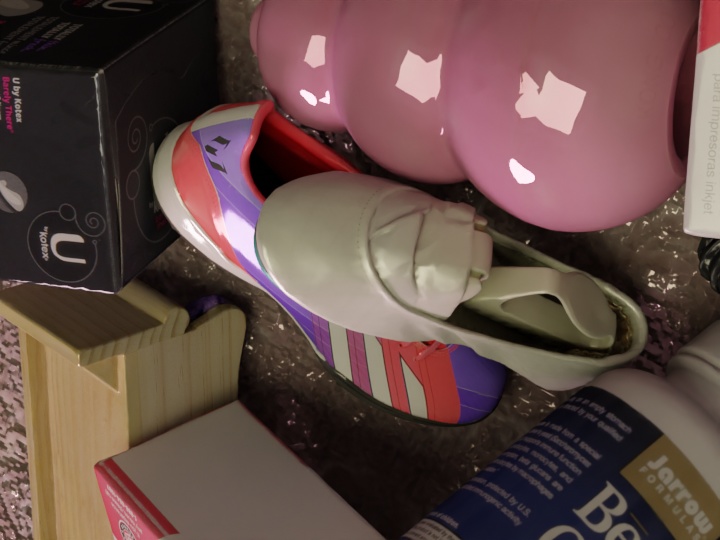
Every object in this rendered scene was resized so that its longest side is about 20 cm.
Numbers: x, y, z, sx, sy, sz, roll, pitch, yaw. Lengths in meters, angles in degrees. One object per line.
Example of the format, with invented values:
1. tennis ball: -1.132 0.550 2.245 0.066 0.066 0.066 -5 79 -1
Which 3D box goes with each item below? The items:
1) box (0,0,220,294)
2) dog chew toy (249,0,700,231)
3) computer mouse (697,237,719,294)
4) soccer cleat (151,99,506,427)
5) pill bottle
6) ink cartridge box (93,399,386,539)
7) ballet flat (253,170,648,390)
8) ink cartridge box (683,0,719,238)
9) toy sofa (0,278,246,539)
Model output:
1. box: -0.176 -0.068 0.967 0.198 0.122 0.107 7 115 20
2. dog chew toy: 0.045 -0.087 0.876 0.199 0.124 0.125 11 117 26
3. computer mouse: 0.247 0.036 0.889 0.138 0.053 0.201 -33 88 29
4. soccer cleat: 0.000 0.000 0.930 0.200 0.068 0.073 41 146 -21
5. pill bottle: 0.104 0.112 0.892 0.111 0.200 0.111 48 166 16
6. ink cartridge box: -0.040 0.185 0.994 0.146 0.084 0.201 38 144 50
7. ballet flat: 0.047 0.002 0.887 0.199 0.070 0.069 22 131 -39
8. ink cartridge box: 0.230 -0.078 0.795 0.198 0.083 0.146 6 99 19
9. toy sofa: -0.117 0.097 1.051 0.083 0.097 0.201 27 126 44
